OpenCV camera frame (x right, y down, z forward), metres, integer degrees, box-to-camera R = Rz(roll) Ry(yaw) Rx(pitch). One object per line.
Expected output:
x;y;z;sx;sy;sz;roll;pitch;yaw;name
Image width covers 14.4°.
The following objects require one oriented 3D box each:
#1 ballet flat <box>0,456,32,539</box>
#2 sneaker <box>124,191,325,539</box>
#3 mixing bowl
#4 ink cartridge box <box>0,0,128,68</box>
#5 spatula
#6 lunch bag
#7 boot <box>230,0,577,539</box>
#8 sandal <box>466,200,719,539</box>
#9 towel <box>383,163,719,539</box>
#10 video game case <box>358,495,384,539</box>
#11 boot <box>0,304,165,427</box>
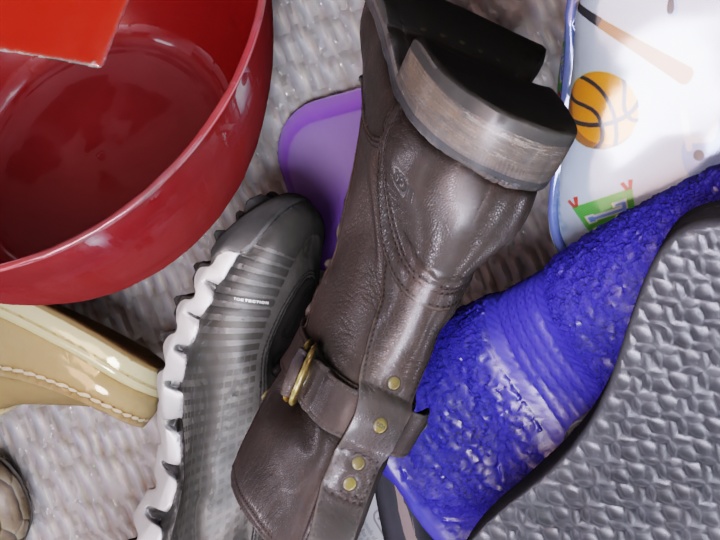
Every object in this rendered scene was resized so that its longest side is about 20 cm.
-0.224;0.108;1.148;0.199;0.046;0.068;-7;100;24;ballet flat
-0.033;0.072;1.034;0.090;0.066;0.201;25;107;22;sneaker
-0.109;-0.065;1.005;0.199;0.108;0.201;-8;62;16;mixing bowl
-0.139;-0.173;0.984;0.173;0.044;0.201;9;67;24;ink cartridge box
0.008;0.035;1.036;0.056;0.021;0.201;-12;81;26;spatula
0.148;-0.073;0.936;0.160;0.076;0.201;11;105;18;lunch bag
0.000;0.000;0.943;0.069;0.200;0.175;22;106;-11;boot
0.092;0.065;0.901;0.076;0.043;0.200;32;118;3;sandal
0.102;0.057;0.937;0.200;0.050;0.148;-31;104;39;towel
0.068;0.152;1.049;0.182;0.022;0.200;-32;88;26;video game case
-0.177;0.073;1.074;0.199;0.073;0.156;15;80;23;boot
